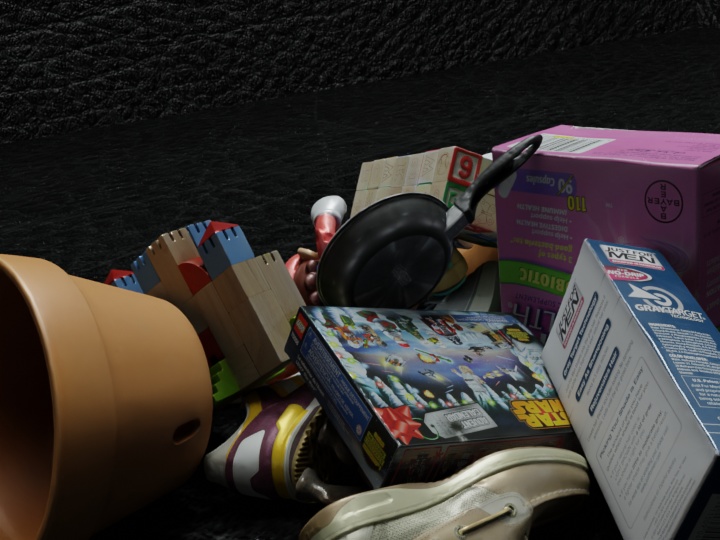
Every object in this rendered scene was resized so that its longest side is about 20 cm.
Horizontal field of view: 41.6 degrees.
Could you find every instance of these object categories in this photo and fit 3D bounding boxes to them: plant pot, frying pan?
[{"bbox_3d":[-0.193,0.090,0.641,0.198,0.205,0.138,10,9,43],"label":"plant pot"},{"bbox_3d":[0.055,-0.018,0.691,0.187,0.116,0.031,-21,49,-15],"label":"frying pan"}]

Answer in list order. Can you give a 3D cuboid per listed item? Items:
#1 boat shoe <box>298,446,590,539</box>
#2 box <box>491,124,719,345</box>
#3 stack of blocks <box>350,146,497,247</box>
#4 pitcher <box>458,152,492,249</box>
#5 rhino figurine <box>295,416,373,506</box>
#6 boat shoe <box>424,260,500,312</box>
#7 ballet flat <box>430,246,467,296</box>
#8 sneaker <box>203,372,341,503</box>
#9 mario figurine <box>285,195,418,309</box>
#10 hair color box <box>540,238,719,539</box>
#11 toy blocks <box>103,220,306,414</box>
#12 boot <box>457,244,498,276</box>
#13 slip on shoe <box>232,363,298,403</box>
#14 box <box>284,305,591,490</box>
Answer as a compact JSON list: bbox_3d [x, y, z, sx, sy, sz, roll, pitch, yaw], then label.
[{"bbox_3d":[0.062,0.154,0.544,0.196,0.073,0.066,-5,50,-32],"label":"boat shoe"},{"bbox_3d":[0.198,0.003,0.715,0.096,0.205,0.174,-21,23,-38],"label":"box"},{"bbox_3d":[0.082,-0.063,0.884,0.113,0.060,0.199,15,-3,-23],"label":"stack of blocks"},{"bbox_3d":[0.193,-0.072,1.111,0.168,0.124,0.200,15,12,14],"label":"pitcher"},{"bbox_3d":[0.038,0.113,0.665,0.086,0.061,0.200,22,27,18],"label":"rhino figurine"},{"bbox_3d":[0.085,0.043,0.848,0.070,0.072,0.201,2,22,16],"label":"boat shoe"},{"bbox_3d":[0.031,-0.017,0.904,0.068,0.064,0.199,-40,19,-25],"label":"ballet flat"},{"bbox_3d":[-0.044,0.100,0.717,0.088,0.077,0.200,1,18,20],"label":"sneaker"},{"bbox_3d":[0.000,0.000,0.831,0.104,0.126,0.199,24,-14,-18],"label":"mario figurine"},{"bbox_3d":[0.176,0.078,0.566,0.059,0.102,0.201,7,32,-13],"label":"hair color box"},{"bbox_3d":[-0.119,0.030,0.715,0.199,0.139,0.099,-34,-8,39],"label":"toy blocks"},{"bbox_3d":[0.148,-0.047,0.957,0.073,0.158,0.198,-19,22,-37],"label":"boot"},{"bbox_3d":[-0.104,0.079,0.825,0.195,0.063,0.074,-3,20,17],"label":"slip on shoe"},{"bbox_3d":[0.063,0.079,0.634,0.197,0.040,0.137,3,32,-36],"label":"box"}]
